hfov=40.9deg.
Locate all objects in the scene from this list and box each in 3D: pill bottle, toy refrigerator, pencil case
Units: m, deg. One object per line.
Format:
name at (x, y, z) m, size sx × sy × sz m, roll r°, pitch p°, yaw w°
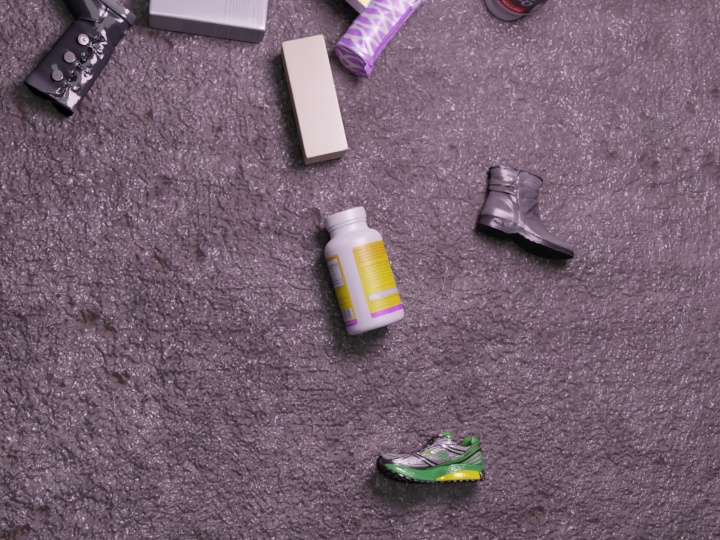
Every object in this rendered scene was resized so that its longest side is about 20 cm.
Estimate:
pill bottle at (0.298, -0.524, 1.714) m, size 0.114 × 0.200 × 0.118 m, roll 2°, pitch 83°, yaw -13°
toy refrigerator at (-0.081, -0.293, 1.669) m, size 0.075 × 0.070 × 0.204 m, roll -13°, pitch 86°, yaw -7°
pencil case at (0.040, -0.434, 1.702) m, size 0.085 × 0.084 × 0.201 m, roll 32°, pitch 78°, yaw 24°
pill bottle at (0.000, 0.000, 1.637) m, size 0.103 × 0.104 × 0.203 m, roll -16°, pitch 88°, yaw -14°

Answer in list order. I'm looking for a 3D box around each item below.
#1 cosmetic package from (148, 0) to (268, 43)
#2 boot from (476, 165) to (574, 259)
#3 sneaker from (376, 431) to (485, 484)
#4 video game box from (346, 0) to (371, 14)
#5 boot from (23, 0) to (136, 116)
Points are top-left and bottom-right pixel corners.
cosmetic package at (-0.257, -0.457, 1.643) m, size 0.196 × 0.074 × 0.104 m, roll 6°, pitch 82°, yaw -11°
boot at (0.312, -0.107, 1.745) m, size 0.197 × 0.070 × 0.134 m, roll 23°, pitch 74°, yaw -14°
sneaker at (0.118, 0.321, 1.653) m, size 0.197 × 0.078 × 0.087 m, roll 2°, pitch 76°, yaw -22°
video game box at (-0.013, -0.577, 1.663) m, size 0.199 × 0.047 × 0.183 m, roll 41°, pitch 76°, yaw -6°
boot at (-0.489, -0.378, 1.587) m, size 0.163 × 0.066 × 0.202 m, roll 32°, pitch 82°, yaw -6°
